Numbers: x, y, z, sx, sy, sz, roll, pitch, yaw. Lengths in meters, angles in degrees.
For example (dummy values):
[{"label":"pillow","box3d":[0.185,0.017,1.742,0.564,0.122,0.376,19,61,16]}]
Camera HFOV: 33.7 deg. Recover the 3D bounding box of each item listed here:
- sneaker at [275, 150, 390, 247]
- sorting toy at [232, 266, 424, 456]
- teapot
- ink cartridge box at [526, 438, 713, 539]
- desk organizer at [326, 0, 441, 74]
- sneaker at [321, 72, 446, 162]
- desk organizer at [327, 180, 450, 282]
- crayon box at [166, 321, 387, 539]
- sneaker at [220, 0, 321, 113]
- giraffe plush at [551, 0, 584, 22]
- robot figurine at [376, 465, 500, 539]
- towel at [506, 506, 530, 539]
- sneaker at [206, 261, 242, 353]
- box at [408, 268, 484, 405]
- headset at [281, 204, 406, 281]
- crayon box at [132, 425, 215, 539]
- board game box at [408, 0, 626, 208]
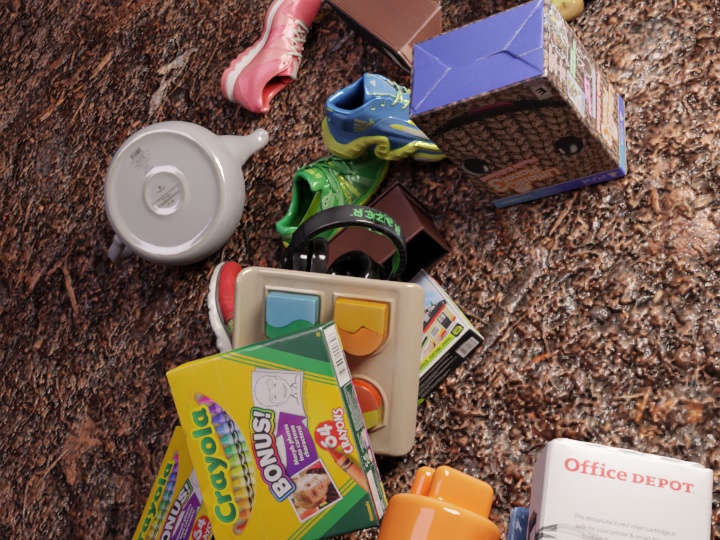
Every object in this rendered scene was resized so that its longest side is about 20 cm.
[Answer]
[{"label":"sneaker","box3d":[-0.031,-0.107,1.451,0.074,0.083,0.201,25,81,44]},{"label":"sorting toy","box3d":[-0.037,0.097,1.235,0.197,0.037,0.188,5,103,5]},{"label":"teapot","box3d":[-0.235,-0.098,1.570,0.197,0.146,0.201,7,94,10]},{"label":"ink cartridge box","box3d":[0.211,0.259,1.002,0.143,0.085,0.203,10,66,2]},{"label":"desk organizer","box3d":[0.040,-0.324,1.522,0.077,0.072,0.200,-47,45,3]},{"label":"sneaker","box3d":[0.048,-0.179,1.382,0.197,0.105,0.077,-8,60,6]},{"label":"desk organizer","box3d":[0.000,0.000,1.373,0.199,0.072,0.077,-40,49,13]},{"label":"crayon box","box3d":[-0.083,0.173,1.197,0.170,0.058,0.203,-16,91,13]},{"label":"sneaker","box3d":[-0.104,-0.301,1.648,0.087,0.074,0.201,38,95,31]},{"label":"giraffe plush","box3d":[0.212,-0.410,1.407,0.172,0.200,0.163,-41,18,15]},{"label":"robot figurine","box3d":[0.063,0.288,1.119,0.142,0.117,0.202,8,70,30]},{"label":"towel","box3d":[0.162,0.319,1.073,0.111,0.048,0.202,8,70,40]},{"label":"sneaker","box3d":[-0.125,0.072,1.406,0.084,0.077,0.202,-23,57,11]},{"label":"box","box3d":[0.032,0.107,1.309,0.200,0.035,0.110,-46,46,7]},{"label":"headset","box3d":[-0.031,0.015,1.275,0.200,0.122,0.095,-48,32,40]},{"label":"crayon box","box3d":[-0.184,0.284,1.326,0.172,0.058,0.202,-1,64,54]},{"label":"board game box","box3d":[0.168,-0.169,1.250,0.158,0.200,0.098,-14,57,32]}]
